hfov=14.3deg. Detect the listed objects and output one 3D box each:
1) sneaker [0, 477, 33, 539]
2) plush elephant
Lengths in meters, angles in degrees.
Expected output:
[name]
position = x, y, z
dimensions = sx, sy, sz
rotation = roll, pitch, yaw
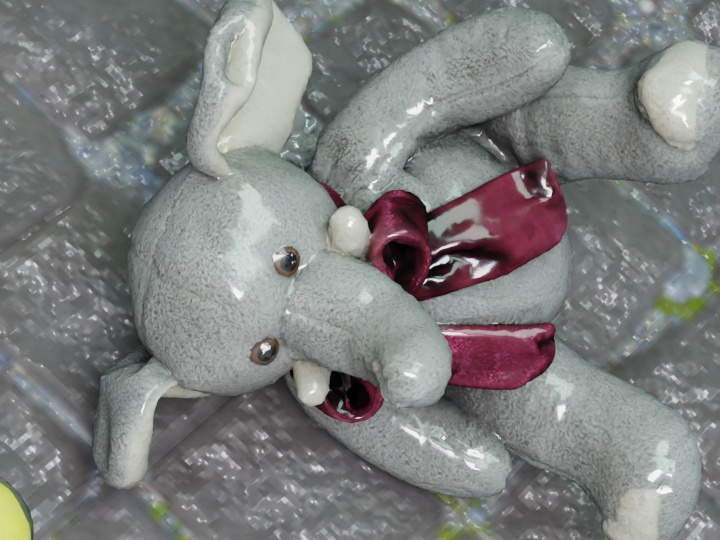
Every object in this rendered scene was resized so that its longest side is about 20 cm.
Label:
[sneaker]
position = -0.159, 0.118, 0.725
dimensions = 0.200, 0.078, 0.090
rotation = -29, 56, -30
[plush elephant]
position = 0.000, 0.000, 0.865
dimensions = 0.199, 0.165, 0.155
rotation = 22, 26, 25
